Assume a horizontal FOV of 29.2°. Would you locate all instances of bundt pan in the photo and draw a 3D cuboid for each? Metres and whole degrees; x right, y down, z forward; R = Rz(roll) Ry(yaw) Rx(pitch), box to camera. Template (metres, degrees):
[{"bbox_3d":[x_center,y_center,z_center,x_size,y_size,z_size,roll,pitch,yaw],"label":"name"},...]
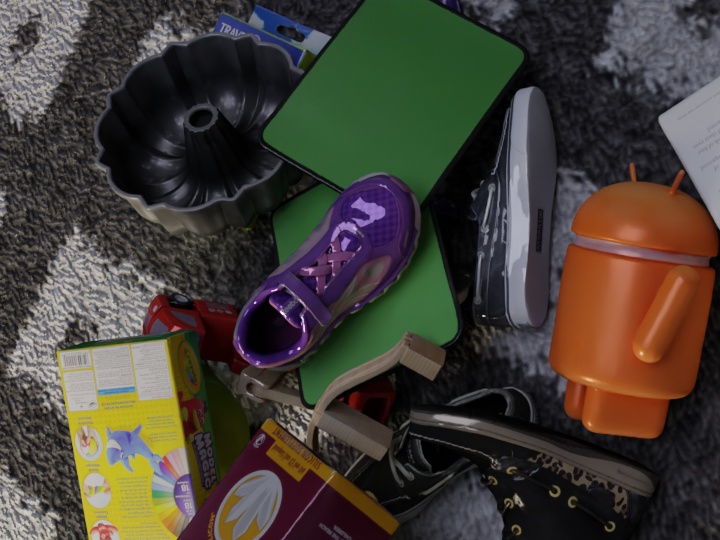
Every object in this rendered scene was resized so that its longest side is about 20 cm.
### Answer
[{"bbox_3d":[-0.132,-0.112,1.232,0.199,0.076,0.204,-6,55,9],"label":"bundt pan"}]

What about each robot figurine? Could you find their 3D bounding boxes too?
[{"bbox_3d":[-0.171,0.134,1.235,0.116,0.176,0.200,-45,35,-8],"label":"robot figurine"},{"bbox_3d":[0.207,0.022,1.042,0.115,0.143,0.203,11,96,26],"label":"robot figurine"}]

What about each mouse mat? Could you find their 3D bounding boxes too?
[{"bbox_3d":[0.000,0.000,1.149,0.160,0.008,0.202,-26,59,24],"label":"mouse mat"},{"bbox_3d":[0.028,-0.146,1.163,0.160,0.008,0.201,30,72,18],"label":"mouse mat"}]

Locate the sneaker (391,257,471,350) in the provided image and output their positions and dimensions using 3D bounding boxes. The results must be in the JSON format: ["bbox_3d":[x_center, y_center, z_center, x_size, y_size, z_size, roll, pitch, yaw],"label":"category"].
[{"bbox_3d":[0.012,0.019,1.203,0.199,0.076,0.090,28,123,46],"label":"sneaker"}]

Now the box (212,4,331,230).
[{"bbox_3d":[-0.115,-0.155,1.333,0.121,0.047,0.202,28,94,32],"label":"box"}]

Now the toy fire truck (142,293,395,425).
[{"bbox_3d":[-0.082,0.083,1.195,0.141,0.197,0.049,54,129,57],"label":"toy fire truck"}]

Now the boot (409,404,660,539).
[{"bbox_3d":[0.116,0.193,1.058,0.197,0.073,0.153,17,91,-6],"label":"boot"}]

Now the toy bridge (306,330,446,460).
[{"bbox_3d":[-0.007,0.126,1.111,0.067,0.027,0.201,28,122,-5],"label":"toy bridge"}]

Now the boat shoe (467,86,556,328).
[{"bbox_3d":[0.122,-0.053,1.155,0.067,0.071,0.203,0,85,29],"label":"boat shoe"}]

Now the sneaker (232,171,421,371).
[{"bbox_3d":[-0.032,0.009,1.088,0.081,0.088,0.200,45,108,8],"label":"sneaker"}]

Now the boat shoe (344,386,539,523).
[{"bbox_3d":[0.052,0.151,1.146,0.199,0.063,0.071,-34,63,20],"label":"boat shoe"}]

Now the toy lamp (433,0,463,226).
[{"bbox_3d":[0.068,-0.143,1.216,0.058,0.058,0.203,-3,79,30],"label":"toy lamp"}]

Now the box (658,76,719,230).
[{"bbox_3d":[0.337,-0.058,1.001,0.151,0.106,0.202,-32,63,20],"label":"box"}]

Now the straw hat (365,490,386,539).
[{"bbox_3d":[0.033,0.284,1.108,0.084,0.201,0.204,9,80,-11],"label":"straw hat"}]

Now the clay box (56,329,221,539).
[{"bbox_3d":[-0.174,0.155,1.123,0.113,0.047,0.203,-7,96,27],"label":"clay box"}]

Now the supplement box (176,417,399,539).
[{"bbox_3d":[-0.080,0.229,1.042,0.201,0.086,0.110,-52,35,-7],"label":"supplement box"}]
